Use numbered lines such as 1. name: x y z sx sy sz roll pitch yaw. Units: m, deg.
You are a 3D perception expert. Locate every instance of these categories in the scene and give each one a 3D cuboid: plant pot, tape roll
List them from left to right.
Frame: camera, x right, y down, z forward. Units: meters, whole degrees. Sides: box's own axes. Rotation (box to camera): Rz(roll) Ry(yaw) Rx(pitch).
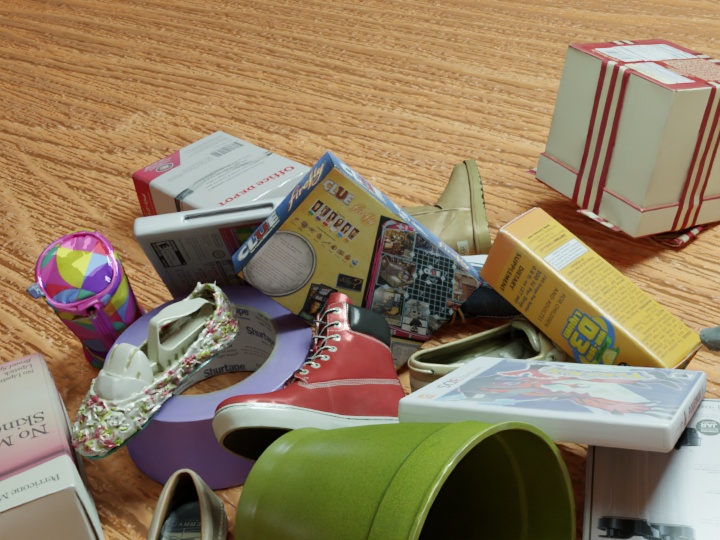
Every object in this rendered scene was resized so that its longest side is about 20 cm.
1. tape roll: -0.136 0.105 0.953 0.198 0.086 0.201 -6 34 4
2. plant pot: 0.019 0.191 0.710 0.192 0.202 0.200 6 35 42

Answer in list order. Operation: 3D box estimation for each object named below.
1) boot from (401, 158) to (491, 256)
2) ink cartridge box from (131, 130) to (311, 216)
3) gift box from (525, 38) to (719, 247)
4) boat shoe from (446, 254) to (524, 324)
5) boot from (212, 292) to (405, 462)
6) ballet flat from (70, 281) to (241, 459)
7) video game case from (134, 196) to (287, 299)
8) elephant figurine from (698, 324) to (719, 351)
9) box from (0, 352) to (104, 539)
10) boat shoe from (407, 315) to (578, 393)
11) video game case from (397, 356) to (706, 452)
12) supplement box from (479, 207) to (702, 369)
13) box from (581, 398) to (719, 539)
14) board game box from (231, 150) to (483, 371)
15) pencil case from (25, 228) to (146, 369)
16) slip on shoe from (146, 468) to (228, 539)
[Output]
1. boot: 0.047 -0.063 1.176 0.198 0.067 0.176 -8 33 6
2. ink cartridge box: -0.166 -0.090 1.252 0.144 0.085 0.199 -32 38 -30
3. gift box: 0.300 -0.142 1.109 0.198 0.188 0.185 -9 32 -27
4. boat shoe: 0.087 0.032 1.029 0.199 0.071 0.091 12 47 34
5. boot: -0.046 0.085 0.857 0.199 0.072 0.146 8 59 -40
6. ballet flat: -0.182 0.077 0.875 0.075 0.064 0.200 13 40 30
7. video game case: -0.112 -0.009 1.015 0.180 0.200 0.023 -8 62 3
8. elephant figurine: 0.421 0.043 0.886 0.141 0.156 0.200 -40 -1 38
9. box: -0.304 0.182 0.859 0.127 0.110 0.200 -20 34 -16
10. boat shoe: 0.138 0.076 0.942 0.199 0.064 0.073 -18 34 -11
11. video game case: 0.154 0.098 0.780 0.198 0.023 0.182 2 7 26
12. supplement box: 0.207 0.033 0.917 0.200 0.067 0.069 41 46 22
13. box: 0.228 0.184 0.761 0.115 0.061 0.201 0 34 14
14. board game box: 0.000 0.000 0.933 0.136 0.199 0.035 -46 31 14
15. pencil case: -0.259 0.037 0.994 0.087 0.200 0.089 0 68 1
16. slip on shoe: -0.142 0.240 0.773 0.075 0.061 0.201 -4 34 9
